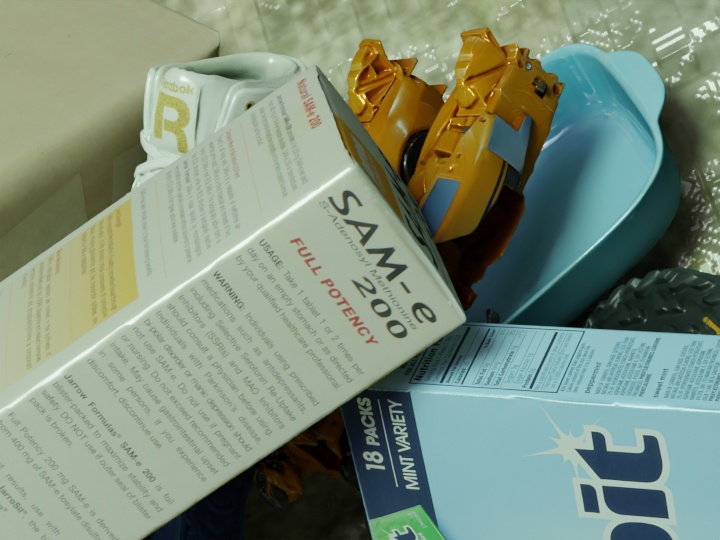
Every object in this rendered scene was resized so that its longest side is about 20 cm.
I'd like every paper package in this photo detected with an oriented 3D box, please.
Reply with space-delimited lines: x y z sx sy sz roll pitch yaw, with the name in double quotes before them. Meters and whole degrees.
"paper package" -0.189 -0.057 1.031 0.190 0.104 0.200 28 43 26

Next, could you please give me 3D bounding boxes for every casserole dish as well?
"casserole dish" 0.055 -0.008 0.969 0.200 0.039 0.121 -42 37 12

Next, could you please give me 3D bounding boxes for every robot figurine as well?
"robot figurine" 0.000 0.000 0.936 0.145 0.058 0.200 0 58 52

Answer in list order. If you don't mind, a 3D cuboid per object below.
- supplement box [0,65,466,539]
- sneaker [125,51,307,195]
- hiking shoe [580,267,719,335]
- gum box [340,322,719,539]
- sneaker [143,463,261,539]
"supplement box" -0.070 0.025 0.830 0.200 0.074 0.126 -34 21 7
"sneaker" -0.088 -0.025 0.963 0.073 0.200 0.116 16 123 29
"hiking shoe" 0.159 0.040 0.885 0.200 0.087 0.075 -19 47 49
"gum box" 0.104 0.101 0.828 0.199 0.170 0.045 3 36 24
"sneaker" -0.087 0.099 0.977 0.078 0.070 0.200 -26 32 22
